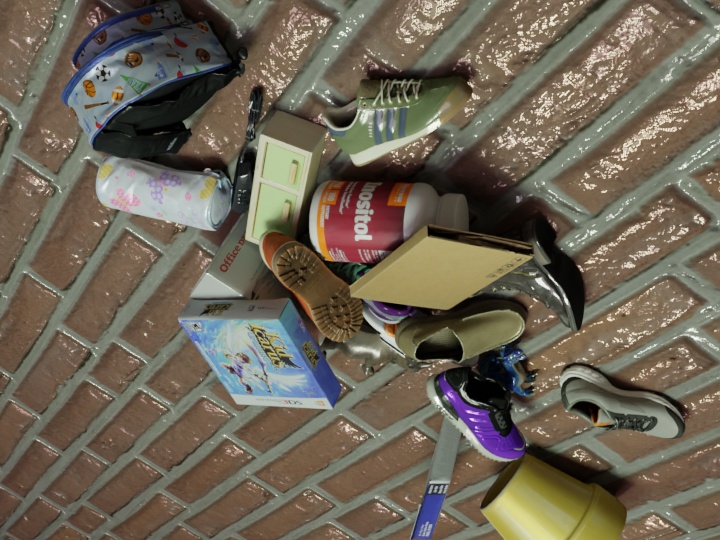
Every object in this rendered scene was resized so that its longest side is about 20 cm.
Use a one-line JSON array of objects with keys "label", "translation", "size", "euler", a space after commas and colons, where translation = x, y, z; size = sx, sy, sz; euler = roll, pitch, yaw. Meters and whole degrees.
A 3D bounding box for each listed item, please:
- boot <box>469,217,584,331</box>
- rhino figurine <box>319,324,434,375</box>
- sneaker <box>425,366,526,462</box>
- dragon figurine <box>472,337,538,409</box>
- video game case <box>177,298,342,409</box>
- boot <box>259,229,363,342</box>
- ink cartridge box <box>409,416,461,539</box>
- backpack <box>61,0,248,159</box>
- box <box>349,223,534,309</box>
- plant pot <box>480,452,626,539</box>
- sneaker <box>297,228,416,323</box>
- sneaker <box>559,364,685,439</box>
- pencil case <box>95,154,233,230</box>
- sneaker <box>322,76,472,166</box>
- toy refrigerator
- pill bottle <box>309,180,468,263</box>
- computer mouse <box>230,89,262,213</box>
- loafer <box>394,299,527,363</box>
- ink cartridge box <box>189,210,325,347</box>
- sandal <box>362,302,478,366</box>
[{"label": "boot", "translation": [0.207, 0.013, 1.157], "size": [0.174, 0.069, 0.200], "euler": [-15, 117, 37]}, {"label": "rhino figurine", "translation": [0.024, 0.128, 1.341], "size": [0.200, 0.060, 0.088], "euler": [15, 138, 8]}, {"label": "sneaker", "translation": [0.200, 0.217, 1.256], "size": [0.200, 0.070, 0.099], "euler": [41, 131, -17]}, {"label": "dragon figurine", "translation": [0.211, 0.172, 1.302], "size": [0.099, 0.059, 0.200], "euler": [35, 135, -11]}, {"label": "video game case", "translation": [-0.147, 0.125, 1.215], "size": [0.181, 0.045, 0.200], "euler": [-3, 133, 28]}, {"label": "boot", "translation": [-0.071, 0.018, 1.179], "size": [0.107, 0.075, 0.200], "euler": [35, 165, 53]}, {"label": "ink cartridge box", "translation": [0.131, 0.378, 1.431], "size": [0.041, 0.200, 0.200], "euler": [16, 136, 9]}, {"label": "backpack", "translation": [-0.272, -0.237, 1.029], "size": [0.154, 0.190, 0.200], "euler": [50, 132, -3]}, {"label": "box", "translation": [0.102, 0.001, 1.079], "size": [0.163, 0.021, 0.200], "euler": [9, 154, -27]}, {"label": "plant pot", "translation": [0.319, 0.421, 1.411], "size": [0.189, 0.201, 0.201], "euler": [39, 136, 8]}, {"label": "sneaker", "translation": [0.000, 0.000, 1.194], "size": [0.200, 0.074, 0.088], "euler": [36, 168, -6]}, {"label": "sneaker", "translation": [0.396, 0.218, 1.253], "size": [0.200, 0.079, 0.074], "euler": [21, 134, 2]}, {"label": "pencil case", "translation": [-0.292, -0.119, 1.226], "size": [0.200, 0.083, 0.091], "euler": [11, 131, 14]}, {"label": "sneaker", "translation": [0.034, -0.202, 1.016], "size": [0.200, 0.067, 0.090], "euler": [-23, 125, 41]}, {"label": "toy refrigerator", "translation": [-0.109, -0.117, 1.158], "size": [0.076, 0.070, 0.200], "euler": [21, 136, 4]}, {"label": "pill bottle", "translation": [0.040, -0.064, 1.113], "size": [0.200, 0.113, 0.113], "euler": [3, 132, 20]}, {"label": "computer mouse", "translation": [-0.153, -0.162, 1.153], "size": [0.034, 0.059, 0.200], "euler": [7, 133, -13]}, {"label": "loafer", "translation": [0.152, 0.098, 1.205], "size": [0.199, 0.067, 0.076], "euler": [-13, 122, -2]}, {"label": "ink cartridge box", "translation": [-0.135, 0.026, 1.250], "size": [0.200, 0.145, 0.084], "euler": [34, 138, -10]}, {"label": "sandal", "translation": [0.084, 0.106, 1.281], "size": [0.206, 0.079, 0.059], "euler": [28, 135, -7]}]
